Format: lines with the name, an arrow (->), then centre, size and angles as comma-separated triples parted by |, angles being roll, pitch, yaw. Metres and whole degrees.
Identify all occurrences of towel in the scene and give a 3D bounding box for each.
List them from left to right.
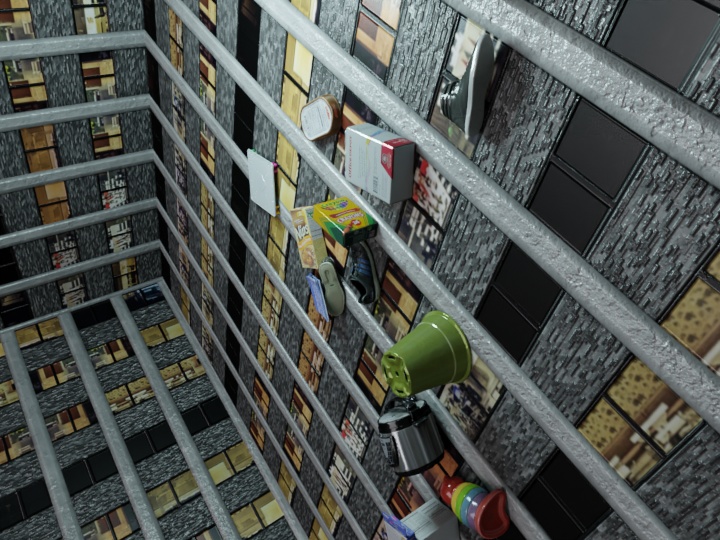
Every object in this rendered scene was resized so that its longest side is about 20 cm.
towel -> -0.149, 0.092, 1.977 | 0.200, 0.023, 0.150 | -155, 50, -76

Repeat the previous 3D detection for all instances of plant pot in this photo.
plant pot -> 0.158, 0.235, 1.481 | 0.198, 0.186, 0.207 | 31, 130, 44

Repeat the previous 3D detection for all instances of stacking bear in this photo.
stacking bear -> 0.297, 0.634, 1.560 | 0.198, 0.111, 0.126 | 12, 117, 59

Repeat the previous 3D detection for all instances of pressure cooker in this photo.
pressure cooker -> 0.140, 0.467, 1.651 | 0.171, 0.178, 0.207 | -21, 89, 19

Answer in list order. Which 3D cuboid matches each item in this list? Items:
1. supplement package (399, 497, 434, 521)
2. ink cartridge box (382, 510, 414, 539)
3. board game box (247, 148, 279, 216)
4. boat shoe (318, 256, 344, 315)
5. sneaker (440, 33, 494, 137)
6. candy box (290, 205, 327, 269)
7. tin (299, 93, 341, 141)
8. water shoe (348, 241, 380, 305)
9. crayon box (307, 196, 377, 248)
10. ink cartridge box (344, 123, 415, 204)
supplement package -> 0.218, 0.844, 1.740 | 0.110, 0.152, 0.208 | 16, 120, 54
ink cartridge box -> 0.127, 0.819, 1.685 | 0.118, 0.041, 0.207 | 9, 116, 58
board game box -> -0.366, -0.335, 2.148 | 0.198, 0.025, 0.207 | 35, 134, 44
boat shoe -> -0.093, 0.054, 1.910 | 0.068, 0.069, 0.207 | -93, -8, -65
sneaker -> 0.214, -0.389, 1.174 | 0.098, 0.069, 0.205 | 36, 139, 35
candy box -> -0.174, -0.113, 1.937 | 0.114, 0.054, 0.208 | 5, 110, 56
tin -> -0.122, -0.453, 1.698 | 0.197, 0.041, 0.116 | -3, 108, 57
water shoe -> 0.000, 0.000, 1.705 | 0.071, 0.077, 0.207 | -22, 87, 57
crayon box -> -0.056, -0.153, 1.667 | 0.199, 0.124, 0.052 | 41, 138, 37
ink cartridge box -> 0.047, -0.283, 1.478 | 0.198, 0.081, 0.151 | 36, 135, 43
